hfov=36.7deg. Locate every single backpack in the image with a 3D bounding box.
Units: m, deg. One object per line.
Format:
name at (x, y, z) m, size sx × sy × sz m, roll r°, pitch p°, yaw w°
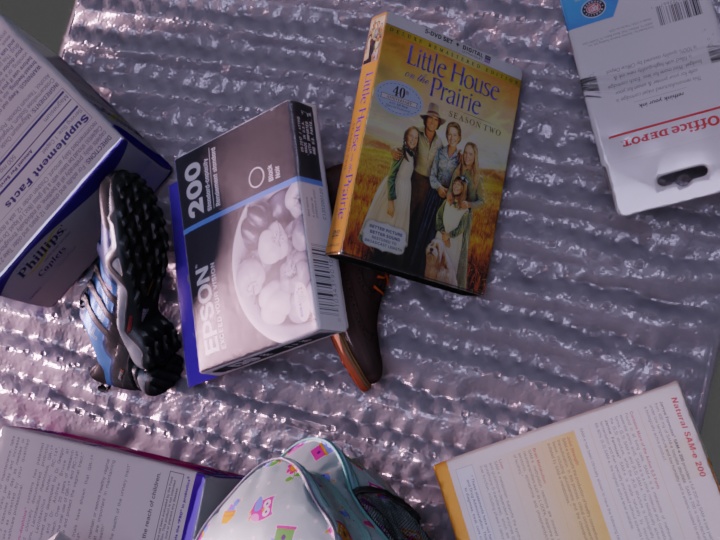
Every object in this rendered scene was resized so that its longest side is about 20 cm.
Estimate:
backpack at (-0.039, 0.227, 0.817) m, size 0.153 × 0.200 × 0.176 m, roll 36°, pitch 99°, yaw -25°

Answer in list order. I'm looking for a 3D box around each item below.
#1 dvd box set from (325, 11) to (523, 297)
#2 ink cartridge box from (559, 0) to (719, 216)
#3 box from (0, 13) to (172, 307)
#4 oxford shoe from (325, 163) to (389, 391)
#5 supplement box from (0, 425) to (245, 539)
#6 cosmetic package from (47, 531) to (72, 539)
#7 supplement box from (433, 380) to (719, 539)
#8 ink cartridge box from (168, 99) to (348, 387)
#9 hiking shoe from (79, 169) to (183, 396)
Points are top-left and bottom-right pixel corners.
dvd box set at (0.056, -0.092, 0.893) m, size 0.029 × 0.145 × 0.202 m, roll -3°, pitch 72°, yaw 59°
ink cartridge box at (0.239, -0.142, 0.878) m, size 0.115 × 0.067 × 0.202 m, roll -14°, pitch 75°, yaw 13°
box at (-0.314, -0.100, 1.015) m, size 0.200 × 0.105 × 0.184 m, roll 43°, pitch 92°, yaw 20°
oxford shoe at (0.000, 0.000, 0.921) m, size 0.072 × 0.071 × 0.202 m, roll -13°, pitch 75°, yaw 8°
supplement box at (-0.208, 0.203, 0.923) m, size 0.198 × 0.101 × 0.104 m, roll 8°, pitch 81°, yaw 18°
cosmetic package at (-0.184, 0.290, 0.857) m, size 0.200 × 0.051 × 0.082 m, roll 41°, pitch 134°, yaw -13°
supplement box at (0.171, 0.178, 0.829) m, size 0.198 × 0.073 × 0.127 m, roll -20°, pitch 74°, yaw 12°
ink cartridge box at (-0.106, -0.018, 0.927) m, size 0.199 × 0.043 × 0.200 m, roll -22°, pitch 69°, yaw 37°
hiking shoe at (-0.217, 0.014, 0.957) m, size 0.086 × 0.074 × 0.202 m, roll -1°, pitch 98°, yaw 23°
